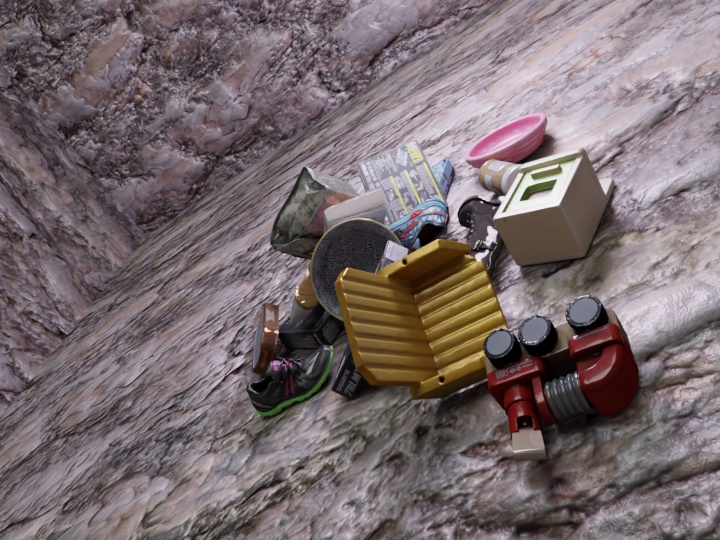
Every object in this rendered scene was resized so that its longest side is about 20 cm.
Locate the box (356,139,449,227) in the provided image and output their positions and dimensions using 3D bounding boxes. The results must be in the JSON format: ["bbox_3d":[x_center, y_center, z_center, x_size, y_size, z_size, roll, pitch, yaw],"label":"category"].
[{"bbox_3d":[0.095,-0.185,1.414,0.156,0.045,0.204,-22,62,-1],"label":"box"}]

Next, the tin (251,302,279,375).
[{"bbox_3d":[-0.208,0.147,1.364,0.201,0.041,0.115,-109,38,-67],"label":"tin"}]

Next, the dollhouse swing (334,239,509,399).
[{"bbox_3d":[0.090,0.057,0.881,0.178,0.175,0.205,-27,62,21],"label":"dollhouse swing"}]

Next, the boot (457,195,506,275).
[{"bbox_3d":[0.212,-0.056,1.168,0.176,0.069,0.198,-54,20,-18],"label":"boot"}]

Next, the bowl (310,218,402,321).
[{"bbox_3d":[0.000,0.000,1.258,0.198,0.204,0.094,-34,0,5],"label":"bowl"}]

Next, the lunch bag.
[{"bbox_3d":[-0.099,-0.110,1.412,0.118,0.162,0.203,44,110,34],"label":"lunch bag"}]

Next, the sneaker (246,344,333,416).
[{"bbox_3d":[-0.134,0.201,1.172,0.197,0.085,0.077,-34,23,9],"label":"sneaker"}]

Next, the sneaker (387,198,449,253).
[{"bbox_3d":[0.105,-0.063,1.313,0.199,0.078,0.097,-42,38,24],"label":"sneaker"}]

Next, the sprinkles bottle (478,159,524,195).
[{"bbox_3d":[0.291,-0.181,1.234,0.067,0.069,0.200,-35,13,4],"label":"sprinkles bottle"}]

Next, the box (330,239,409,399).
[{"bbox_3d":[0.019,0.084,1.079,0.201,0.048,0.203,-68,1,-51],"label":"box"}]

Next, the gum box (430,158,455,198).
[{"bbox_3d":[0.129,-0.182,1.541,0.196,0.045,0.172,-20,29,35],"label":"gum box"}]

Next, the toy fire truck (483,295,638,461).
[{"bbox_3d":[0.231,0.144,0.719,0.173,0.129,0.204,-24,38,26],"label":"toy fire truck"}]

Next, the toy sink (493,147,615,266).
[{"bbox_3d":[0.330,-0.122,1.051,0.128,0.113,0.201,-9,36,48],"label":"toy sink"}]

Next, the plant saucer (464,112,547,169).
[{"bbox_3d":[0.332,-0.283,1.398,0.196,0.052,0.201,-28,18,10],"label":"plant saucer"}]

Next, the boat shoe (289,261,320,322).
[{"bbox_3d":[-0.105,0.042,1.316,0.070,0.070,0.200,-54,-1,31],"label":"boat shoe"}]

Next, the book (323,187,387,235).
[{"bbox_3d":[-0.017,-0.086,1.344,0.130,0.049,0.201,-19,-24,-11],"label":"book"}]

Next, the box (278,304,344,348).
[{"bbox_3d":[-0.076,0.080,1.356,0.156,0.049,0.202,-11,35,48],"label":"box"}]
